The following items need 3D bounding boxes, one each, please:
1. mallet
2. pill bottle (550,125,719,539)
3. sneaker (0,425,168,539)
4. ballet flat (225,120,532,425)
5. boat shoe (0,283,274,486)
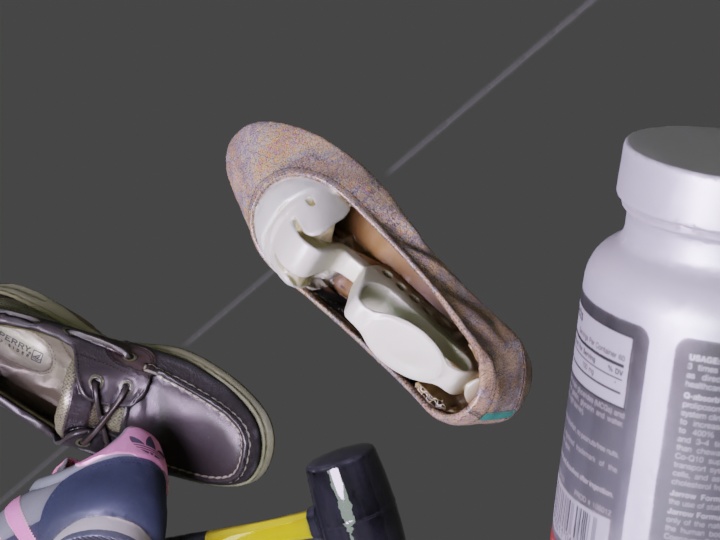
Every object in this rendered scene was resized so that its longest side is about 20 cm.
[{"bbox_3d":[-0.073,0.132,1.011,0.198,0.041,0.067,-7,99,20],"label":"mallet"},{"bbox_3d":[0.149,0.047,0.844,0.115,0.116,0.202,13,109,24],"label":"pill bottle"},{"bbox_3d":[-0.166,0.146,1.016,0.199,0.083,0.070,-26,128,37],"label":"sneaker"},{"bbox_3d":[0.000,0.000,0.939,0.200,0.067,0.068,40,117,14],"label":"ballet flat"},{"bbox_3d":[-0.141,0.068,1.031,0.198,0.065,0.074,20,109,21],"label":"boat shoe"}]
